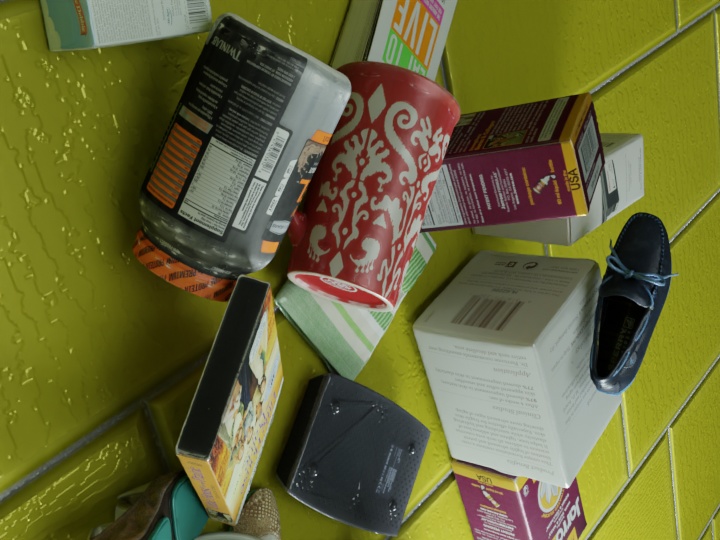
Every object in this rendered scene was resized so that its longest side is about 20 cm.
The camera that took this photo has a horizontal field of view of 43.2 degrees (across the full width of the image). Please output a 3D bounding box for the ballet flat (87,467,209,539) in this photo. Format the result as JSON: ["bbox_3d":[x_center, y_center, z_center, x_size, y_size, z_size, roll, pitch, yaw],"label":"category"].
[{"bbox_3d":[-0.177,0.206,0.739,0.200,0.066,0.070,-28,118,-81],"label":"ballet flat"}]

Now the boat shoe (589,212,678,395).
[{"bbox_3d":[0.296,0.033,0.983,0.068,0.082,0.205,27,71,-61],"label":"boat shoe"}]

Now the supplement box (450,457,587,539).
[{"bbox_3d":[0.210,0.292,1.185,0.131,0.102,0.203,-44,127,-37],"label":"supplement box"}]

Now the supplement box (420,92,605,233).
[{"bbox_3d":[0.145,-0.111,0.957,0.111,0.196,0.087,-55,132,-48],"label":"supplement box"}]

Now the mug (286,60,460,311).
[{"bbox_3d":[-0.012,-0.079,0.866,0.134,0.174,0.204,67,38,-75],"label":"mug"}]

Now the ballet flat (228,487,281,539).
[{"bbox_3d":[-0.107,0.309,0.850,0.070,0.064,0.204,32,72,-49],"label":"ballet flat"}]

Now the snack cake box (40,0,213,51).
[{"bbox_3d":[-0.184,-0.271,0.666,0.114,0.066,0.205,-22,112,-44],"label":"snack cake box"}]

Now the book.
[{"bbox_3d":[0.045,-0.262,0.956,0.133,0.047,0.204,30,71,-51],"label":"book"}]

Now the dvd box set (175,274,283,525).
[{"bbox_3d":[-0.102,0.116,0.754,0.201,0.029,0.149,93,13,-61],"label":"dvd box set"}]

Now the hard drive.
[{"bbox_3d":[-0.006,0.197,0.965,0.199,0.042,0.137,36,69,-46],"label":"hard drive"}]

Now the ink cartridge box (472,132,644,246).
[{"bbox_3d":[0.245,-0.107,1.130,0.198,0.143,0.086,-28,117,-42],"label":"ink cartridge box"}]

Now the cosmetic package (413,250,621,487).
[{"bbox_3d":[0.189,0.110,1.071,0.166,0.165,0.203,-43,126,-39],"label":"cosmetic package"}]

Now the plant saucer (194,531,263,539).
[{"bbox_3d":[-0.121,0.332,0.780,0.196,0.050,0.205,2,84,-20],"label":"plant saucer"}]

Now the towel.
[{"bbox_3d":[0.000,0.000,0.958,0.202,0.023,0.153,-57,132,-24],"label":"towel"}]

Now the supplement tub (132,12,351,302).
[{"bbox_3d":[-0.099,-0.087,0.725,0.121,0.122,0.203,16,105,-48],"label":"supplement tub"}]
